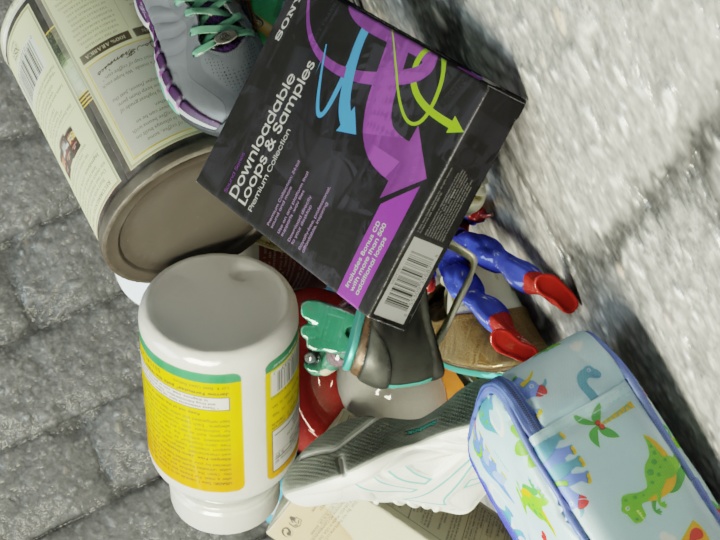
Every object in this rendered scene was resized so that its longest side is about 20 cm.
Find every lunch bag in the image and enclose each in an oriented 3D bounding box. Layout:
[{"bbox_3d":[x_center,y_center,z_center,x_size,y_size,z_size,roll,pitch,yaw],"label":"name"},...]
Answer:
[{"bbox_3d":[0.137,0.144,1.083,0.200,0.082,0.161,59,169,12],"label":"lunch bag"}]

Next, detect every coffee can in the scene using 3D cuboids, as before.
[{"bbox_3d":[-0.154,-0.114,1.410,0.200,0.146,0.146,60,169,28],"label":"coffee can"}]

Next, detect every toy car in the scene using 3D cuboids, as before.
[{"bbox_3d":[0.018,0.098,1.537,0.200,0.184,0.177,1,119,47],"label":"toy car"}]

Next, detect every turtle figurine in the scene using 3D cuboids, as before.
[{"bbox_3d":[0.000,0.000,1.374,0.200,0.100,0.150,-41,-52,-85],"label":"turtle figurine"}]

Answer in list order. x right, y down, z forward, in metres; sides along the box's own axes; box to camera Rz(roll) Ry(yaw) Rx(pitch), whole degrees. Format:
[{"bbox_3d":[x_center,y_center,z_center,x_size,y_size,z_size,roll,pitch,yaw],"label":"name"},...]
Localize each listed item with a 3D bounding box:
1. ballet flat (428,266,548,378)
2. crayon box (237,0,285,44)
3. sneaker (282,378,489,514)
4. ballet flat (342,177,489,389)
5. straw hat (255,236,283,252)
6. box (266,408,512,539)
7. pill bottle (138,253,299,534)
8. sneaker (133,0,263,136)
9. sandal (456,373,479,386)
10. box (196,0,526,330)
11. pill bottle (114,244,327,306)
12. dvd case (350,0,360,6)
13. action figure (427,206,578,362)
[{"bbox_3d":[0.075,0.030,1.289,0.200,0.068,0.073,-179,83,-83],"label":"ballet flat"},{"bbox_3d":[-0.061,-0.171,1.388,0.119,0.058,0.200,56,165,38],"label":"crayon box"},{"bbox_3d":[0.040,0.137,1.352,0.080,0.200,0.071,62,-156,-26],"label":"sneaker"},{"bbox_3d":[0.036,-0.026,1.158,0.068,0.068,0.201,119,160,-77],"label":"ballet flat"},{"bbox_3d":[-0.062,-0.102,1.552,0.085,0.201,0.201,-58,44,26],"label":"straw hat"},{"bbox_3d":[0.040,0.202,1.462,0.200,0.078,0.095,36,-153,-3],"label":"box"},{"bbox_3d":[-0.100,0.095,1.424,0.200,0.112,0.113,91,155,-43],"label":"pill bottle"},{"bbox_3d":[-0.108,-0.168,1.287,0.088,0.074,0.200,84,159,-44],"label":"sneaker"},{"bbox_3d":[0.102,0.148,1.413,0.200,0.054,0.080,68,170,-15],"label":"sandal"},{"bbox_3d":[-0.007,-0.072,1.133,0.036,0.143,0.200,21,-170,-40],"label":"box"},{"bbox_3d":[-0.104,-0.021,1.591,0.200,0.112,0.112,-9,-112,-55],"label":"pill bottle"},{"bbox_3d":[0.002,-0.113,1.412,0.149,0.016,0.200,39,151,66],"label":"dvd case"},{"bbox_3d":[0.064,-0.008,1.214,0.052,0.066,0.200,32,-175,-26],"label":"action figure"}]
